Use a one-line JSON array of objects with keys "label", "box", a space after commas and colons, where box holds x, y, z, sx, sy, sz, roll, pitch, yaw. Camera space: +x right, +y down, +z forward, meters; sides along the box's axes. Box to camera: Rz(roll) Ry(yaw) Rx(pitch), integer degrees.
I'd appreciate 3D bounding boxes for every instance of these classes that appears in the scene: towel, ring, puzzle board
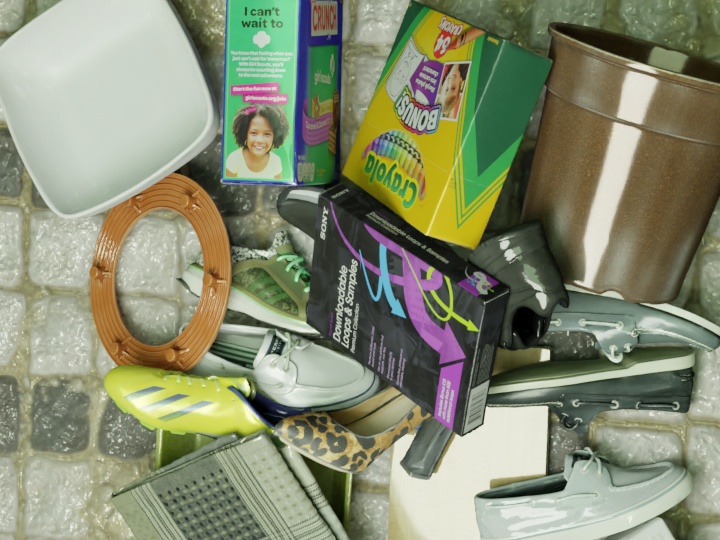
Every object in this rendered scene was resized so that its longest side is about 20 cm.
[{"label": "towel", "box": [-0.107, 0.246, 1.498, 0.192, 0.035, 0.201, -24, 109, 27]}, {"label": "ring", "box": [-0.197, 0.006, 1.545, 0.199, 0.019, 0.202, -6, 81, 41]}, {"label": "puzzle board", "box": [0.102, 0.168, 1.525, 0.149, 0.017, 0.202, 3, 94, 16]}]

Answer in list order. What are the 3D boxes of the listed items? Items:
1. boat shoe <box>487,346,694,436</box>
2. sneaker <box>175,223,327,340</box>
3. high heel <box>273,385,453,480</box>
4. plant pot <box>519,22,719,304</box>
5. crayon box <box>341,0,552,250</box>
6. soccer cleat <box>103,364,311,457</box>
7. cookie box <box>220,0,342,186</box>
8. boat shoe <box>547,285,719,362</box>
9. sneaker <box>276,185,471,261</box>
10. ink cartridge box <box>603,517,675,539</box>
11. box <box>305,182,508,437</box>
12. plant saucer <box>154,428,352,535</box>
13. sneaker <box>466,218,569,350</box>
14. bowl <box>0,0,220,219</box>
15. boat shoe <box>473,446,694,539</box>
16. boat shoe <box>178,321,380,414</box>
[{"label": "boat shoe", "box": [0.204, 0.114, 1.460, 0.197, 0.075, 0.067, -9, 99, -5]}, {"label": "sneaker", "box": [-0.074, 0.008, 1.535, 0.198, 0.077, 0.089, 19, 90, 11]}, {"label": "high heel", "box": [0.020, 0.109, 1.450, 0.071, 0.199, 0.143, 40, 109, 47]}, {"label": "plant pot", "box": [0.230, -0.089, 1.394, 0.199, 0.200, 0.200, 19, 107, 13]}, {"label": "crayon box", "box": [0.071, -0.132, 1.425, 0.058, 0.200, 0.174, 18, 100, -26]}, {"label": "soccer cleat", "box": [-0.136, 0.119, 1.489, 0.199, 0.065, 0.084, 22, 120, 1]}, {"label": "cookie box", "box": [-0.068, -0.179, 1.467, 0.075, 0.171, 0.202, 2, 94, 12]}, {"label": "boat shoe", "box": [0.226, 0.051, 1.451, 0.198, 0.073, 0.062, 14, 84, 21]}, {"label": "sneaker", "box": [0.000, 0.000, 1.495, 0.198, 0.075, 0.116, 18, 78, 12]}, {"label": "ink cartridge box", "box": [0.212, 0.333, 1.433, 0.199, 0.084, 0.147, -31, 86, -13]}, {"label": "box", "box": [0.034, 0.032, 1.395, 0.200, 0.036, 0.144, 35, 133, 35]}, {"label": "plant saucer", "box": [-0.100, 0.227, 1.565, 0.198, 0.048, 0.202, 6, 95, 14]}, {"label": "sneaker", "box": [0.114, 0.034, 1.384, 0.076, 0.200, 0.091, -23, 77, -24]}, {"label": "bowl", "box": [-0.233, -0.164, 1.551, 0.199, 0.075, 0.201, -30, 76, 14]}, {"label": "boat shoe", "box": [0.197, 0.200, 1.462, 0.199, 0.070, 0.072, -18, 98, 8]}, {"label": "boat shoe", "box": [-0.081, 0.090, 1.522, 0.198, 0.074, 0.067, 4, 137, 13]}]
